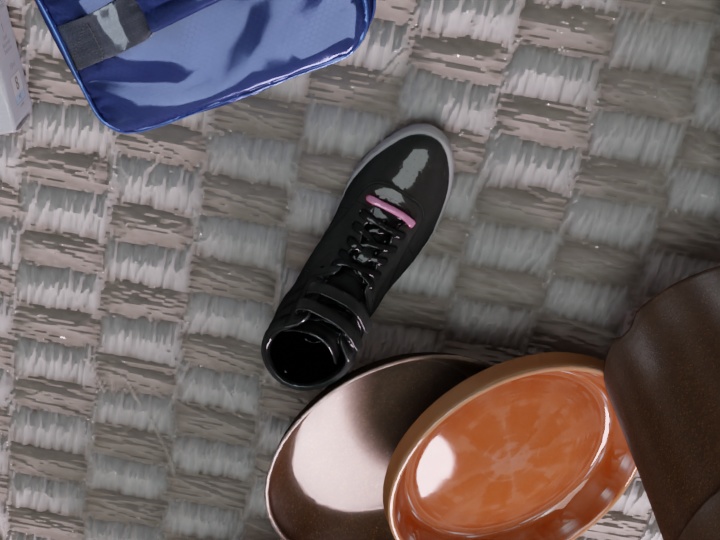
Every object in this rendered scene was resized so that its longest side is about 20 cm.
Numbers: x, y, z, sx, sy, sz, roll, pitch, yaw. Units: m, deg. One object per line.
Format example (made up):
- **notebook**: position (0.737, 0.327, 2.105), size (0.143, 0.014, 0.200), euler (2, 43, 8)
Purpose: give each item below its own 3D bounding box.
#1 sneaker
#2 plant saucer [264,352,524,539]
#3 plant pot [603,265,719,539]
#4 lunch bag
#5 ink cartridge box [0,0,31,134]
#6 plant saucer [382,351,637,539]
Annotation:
- **sneaker**: position (0.000, 0.000, 0.805), size (0.071, 0.099, 0.200), euler (31, 114, -10)
- **plant saucer**: position (0.023, 0.129, 0.875), size (0.199, 0.037, 0.201), euler (-12, 128, -15)
- **plant pot**: position (0.256, 0.113, 0.755), size (0.199, 0.199, 0.201), euler (-9, 135, -9)
- **lunch bag**: position (-0.079, -0.170, 0.704), size (0.199, 0.132, 0.136), euler (-20, 114, 14)
- **ink cartridge box**: position (-0.309, -0.176, 0.762), size (0.159, 0.047, 0.201), euler (-5, 119, 6)
- **plant saucer**: position (0.109, 0.137, 0.873), size (0.199, 0.032, 0.201), euler (-11, 128, -14)
